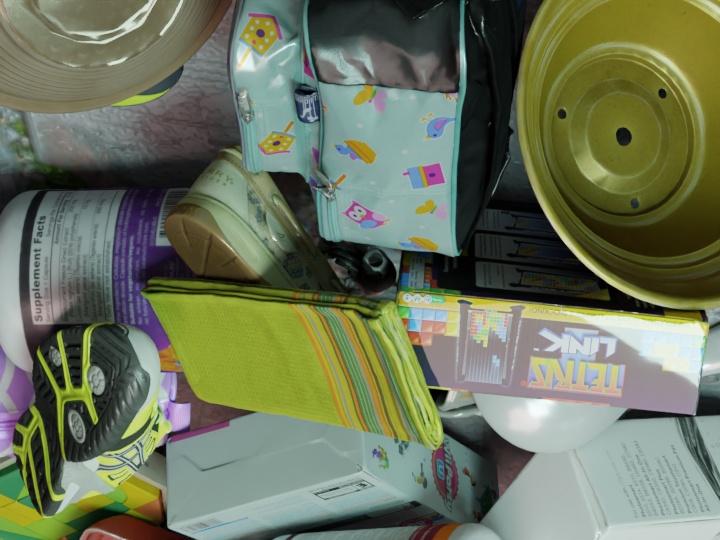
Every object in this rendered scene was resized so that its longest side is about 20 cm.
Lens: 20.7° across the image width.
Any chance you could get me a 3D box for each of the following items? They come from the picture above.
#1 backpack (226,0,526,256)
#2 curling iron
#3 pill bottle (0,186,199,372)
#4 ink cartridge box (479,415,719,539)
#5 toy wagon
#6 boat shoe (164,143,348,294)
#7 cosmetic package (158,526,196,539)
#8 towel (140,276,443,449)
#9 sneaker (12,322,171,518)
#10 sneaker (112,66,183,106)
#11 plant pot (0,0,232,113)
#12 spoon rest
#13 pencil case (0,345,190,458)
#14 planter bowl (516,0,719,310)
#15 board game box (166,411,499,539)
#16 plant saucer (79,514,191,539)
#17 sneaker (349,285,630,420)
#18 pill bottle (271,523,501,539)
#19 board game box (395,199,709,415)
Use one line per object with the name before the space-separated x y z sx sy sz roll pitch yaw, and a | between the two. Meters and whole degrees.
backpack | 0.011 -0.109 1.016 0.151 0.177 0.201 -1 144 11
curling iron | 0.000 0.000 1.139 0.049 0.200 0.026 21 89 -5
pill bottle | -0.158 0.006 1.192 0.198 0.112 0.112 -1 135 8
ink cartridge box | 0.190 0.166 1.277 0.198 0.085 0.146 1 141 -30
toy wagon | -0.219 0.160 1.382 0.199 0.040 0.155 -26 136 37
boat shoe | -0.030 0.015 1.117 0.073 0.063 0.200 6 144 43
cosmetic package | -0.096 0.268 1.487 0.149 0.052 0.201 -6 133 17
towel | -0.040 0.048 1.062 0.199 0.018 0.087 6 125 47
sneaker | -0.148 0.077 1.150 0.076 0.076 0.200 -17 164 -29
sneaker | -0.168 -0.163 1.058 0.199 0.074 0.081 36 124 -29
plant pot | -0.142 -0.162 0.982 0.199 0.093 0.203 -10 121 -16
spoon rest | 0.156 0.057 1.210 0.198 0.100 0.061 -6 164 -18
pencil case | -0.215 0.081 1.251 0.198 0.085 0.085 -5 107 -22
planter bowl | 0.158 -0.077 1.061 0.199 0.202 0.083 24 168 -16
board game box | -0.014 0.146 1.294 0.146 0.065 0.200 -16 152 24
plant saucer | -0.127 0.253 1.409 0.198 0.037 0.200 22 137 -11
sneaker | 0.078 0.070 1.226 0.198 0.092 0.077 12 106 -7
pill bottle | -0.008 0.218 1.230 0.198 0.110 0.110 -8 134 26
board game box | 0.101 0.014 1.108 0.163 0.200 0.057 7 108 2
